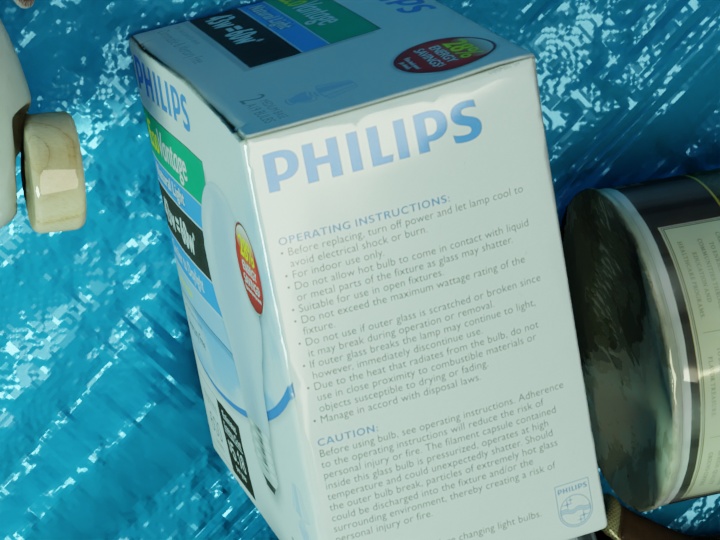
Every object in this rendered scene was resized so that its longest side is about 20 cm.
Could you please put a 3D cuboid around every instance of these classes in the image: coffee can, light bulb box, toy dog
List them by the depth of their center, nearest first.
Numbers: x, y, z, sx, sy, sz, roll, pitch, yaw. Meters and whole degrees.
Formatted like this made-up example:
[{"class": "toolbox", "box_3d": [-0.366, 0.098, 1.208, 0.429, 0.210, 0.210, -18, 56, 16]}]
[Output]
[{"class": "toy dog", "box_3d": [-0.169, -0.096, 1.118, 0.131, 0.096, 0.202, 12, 89, -18]}, {"class": "light bulb box", "box_3d": [0.000, 0.000, 1.128, 0.124, 0.198, 0.201, -16, 110, -13]}, {"class": "coffee can", "box_3d": [0.205, 0.019, 1.226, 0.199, 0.146, 0.147, -10, 110, -14]}]

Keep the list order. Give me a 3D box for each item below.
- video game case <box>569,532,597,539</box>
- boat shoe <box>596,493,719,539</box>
[{"class": "video game case", "box_3d": [0.030, 0.206, 1.096, 0.199, 0.025, 0.182, -17, 82, -19]}, {"class": "boat shoe", "box_3d": [0.127, 0.144, 1.285, 0.201, 0.075, 0.075, -12, 105, -13]}]
